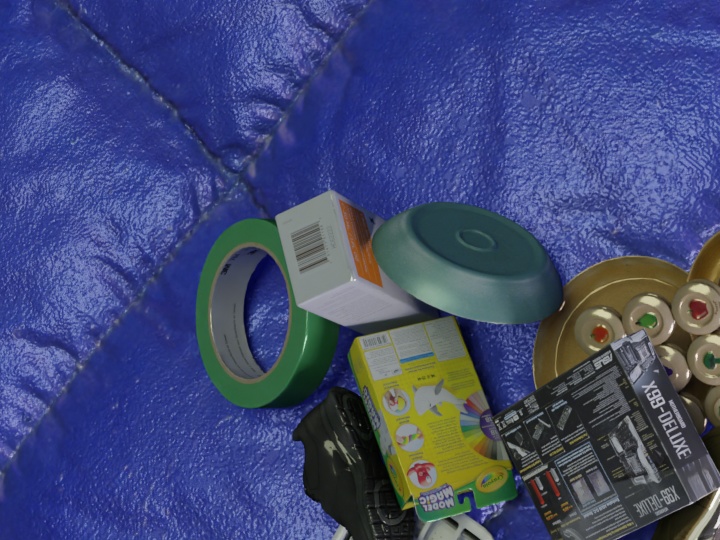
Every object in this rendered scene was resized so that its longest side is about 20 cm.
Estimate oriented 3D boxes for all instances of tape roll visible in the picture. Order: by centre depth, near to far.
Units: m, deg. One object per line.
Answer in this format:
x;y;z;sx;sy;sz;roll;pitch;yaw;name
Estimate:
-0.101;0.046;1.803;0.199;0.048;0.203;-3;85;49;tape roll

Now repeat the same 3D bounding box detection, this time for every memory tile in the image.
0.290;0.115;1.573;0.152;0.017;0.202;-15;101;29;memory tile

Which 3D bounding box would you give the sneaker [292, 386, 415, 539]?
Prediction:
-0.010;0.221;1.701;0.091;0.076;0.201;-37;55;27;sneaker

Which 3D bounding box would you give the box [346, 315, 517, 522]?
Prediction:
0.073;0.153;1.695;0.116;0.048;0.202;-11;64;-19;box

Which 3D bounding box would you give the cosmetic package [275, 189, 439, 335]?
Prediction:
0.000;0.000;1.715;0.071;0.200;0.102;-23;68;21;cosmetic package

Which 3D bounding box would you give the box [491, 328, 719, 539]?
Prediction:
0.225;0.167;1.569;0.200;0.049;0.159;-41;73;51;box

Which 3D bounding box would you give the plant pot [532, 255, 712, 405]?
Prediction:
0.265;0.087;1.655;0.198;0.027;0.202;-8;73;26;plant pot

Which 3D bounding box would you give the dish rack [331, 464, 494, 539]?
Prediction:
0.040;0.318;1.707;0.171;0.043;0.201;32;93;29;dish rack

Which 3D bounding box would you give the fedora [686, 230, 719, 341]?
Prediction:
0.393;0.027;1.553;0.198;0.082;0.203;-5;73;16;fedora

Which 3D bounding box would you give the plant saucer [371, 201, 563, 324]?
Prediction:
0.110;-0.017;1.667;0.199;0.199;0.036;35;124;29;plant saucer

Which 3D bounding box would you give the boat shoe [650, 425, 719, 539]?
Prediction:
0.315;0.240;1.560;0.203;0.065;0.072;-68;19;12;boat shoe
